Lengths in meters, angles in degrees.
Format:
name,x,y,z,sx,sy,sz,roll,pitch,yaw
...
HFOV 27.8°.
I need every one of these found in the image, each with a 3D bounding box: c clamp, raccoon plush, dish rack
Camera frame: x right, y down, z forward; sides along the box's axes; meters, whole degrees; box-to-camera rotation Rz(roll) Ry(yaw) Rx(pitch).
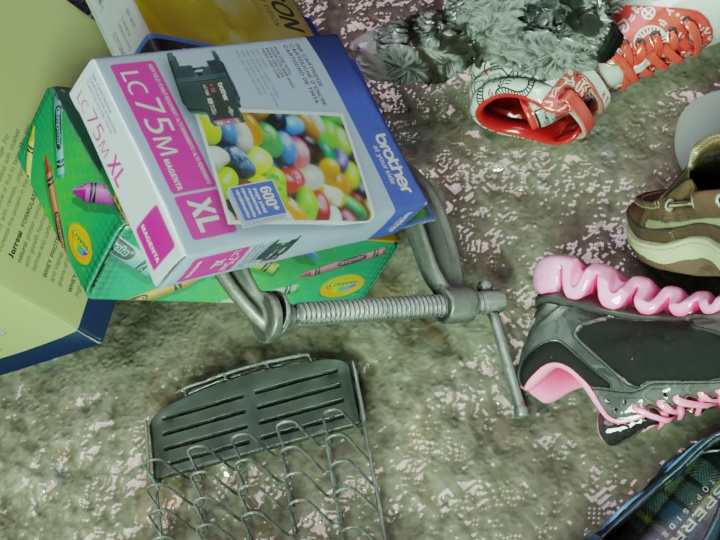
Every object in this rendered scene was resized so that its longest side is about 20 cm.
name,x,y,z,sx,sy,sz,roll,pitch,yaw
c clamp,0.000,0.000,0.814,0.200,0.027,0.171,3,62,-32
raccoon plush,0.091,-0.196,0.894,0.199,0.097,0.134,1,51,25
dish rack,-0.057,0.136,0.824,0.153,0.055,0.200,-15,56,7

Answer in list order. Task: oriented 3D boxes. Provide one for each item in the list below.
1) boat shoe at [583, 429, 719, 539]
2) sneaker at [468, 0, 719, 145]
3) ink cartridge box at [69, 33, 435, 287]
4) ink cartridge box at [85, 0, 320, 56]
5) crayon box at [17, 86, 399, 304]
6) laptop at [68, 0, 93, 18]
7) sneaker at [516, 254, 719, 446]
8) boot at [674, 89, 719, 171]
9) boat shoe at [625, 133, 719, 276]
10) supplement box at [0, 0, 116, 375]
name,x,y,z,sx,sy,sz,roll,pitch,yaw
boat shoe,0.131,0.155,0.745,0.084,0.069,0.200,28,71,29
sneaker,0.165,-0.132,0.914,0.201,0.067,0.108,-1,60,21
ink cartridge box,-0.045,-0.067,0.788,0.200,0.042,0.120,-13,69,-42
ink cartridge box,-0.065,-0.133,0.915,0.047,0.200,0.198,-57,47,32
crayon box,-0.088,-0.041,0.864,0.058,0.200,0.119,-56,50,30
laptop,-0.222,-0.261,1.088,0.177,0.103,0.200,21,68,27
sneaker,0.169,0.057,0.788,0.200,0.079,0.096,14,74,40
boot,0.283,-0.063,0.838,0.200,0.095,0.074,22,108,52
boat shoe,0.200,-0.037,0.778,0.075,0.075,0.202,-11,11,-13
supplement box,-0.247,-0.072,0.899,0.134,0.200,0.200,-17,50,43
